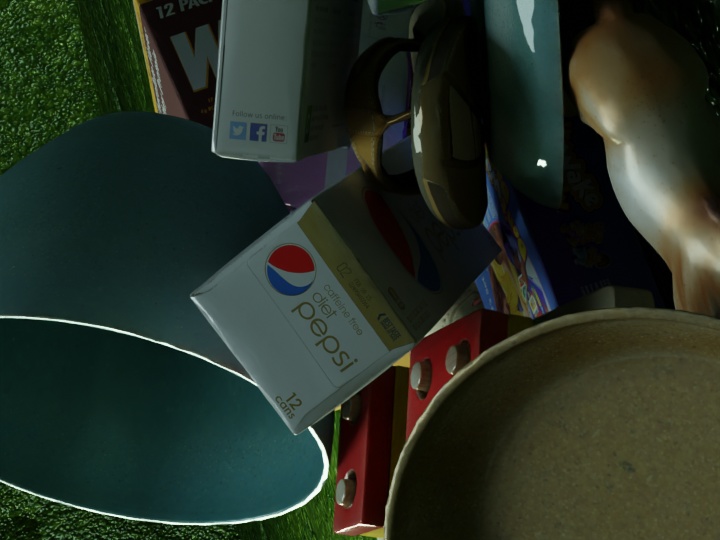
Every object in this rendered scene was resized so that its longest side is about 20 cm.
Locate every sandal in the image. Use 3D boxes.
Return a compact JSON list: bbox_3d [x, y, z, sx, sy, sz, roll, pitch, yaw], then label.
[{"bbox_3d":[0.020,-0.064,0.906,0.200,0.054,0.081,-90,-5,-75],"label":"sandal"}]

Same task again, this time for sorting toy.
[{"bbox_3d":[0.039,0.119,0.941,0.200,0.069,0.200,150,126,-65],"label":"sorting toy"}]

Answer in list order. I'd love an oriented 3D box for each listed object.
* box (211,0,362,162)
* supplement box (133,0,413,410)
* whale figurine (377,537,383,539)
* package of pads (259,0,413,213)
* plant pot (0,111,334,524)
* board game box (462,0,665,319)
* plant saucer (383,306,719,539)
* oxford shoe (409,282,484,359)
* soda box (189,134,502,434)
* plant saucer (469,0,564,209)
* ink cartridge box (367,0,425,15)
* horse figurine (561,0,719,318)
[{"bbox_3d":[-0.020,-0.143,0.864,0.144,0.036,0.202,-33,-51,-82],"label":"box"},{"bbox_3d":[-0.035,-0.056,1.379,0.198,0.132,0.201,83,165,-49],"label":"supplement box"},{"bbox_3d":[0.090,0.135,1.145,0.201,0.103,0.159,57,-145,-23],"label":"whale figurine"},{"bbox_3d":[-0.014,-0.066,1.175,0.121,0.075,0.201,102,174,-51],"label":"package of pads"},{"bbox_3d":[-0.100,0.010,1.033,0.200,0.199,0.136,91,-171,-62],"label":"plant pot"},{"bbox_3d":[0.082,-0.015,1.043,0.135,0.044,0.201,103,149,-72],"label":"board game box"},{"bbox_3d":[0.106,0.102,0.794,0.035,0.199,0.202,-42,-59,-62],"label":"plant saucer"},{"bbox_3d":[0.062,0.025,1.233,0.074,0.070,0.201,21,130,35],"label":"oxford shoe"},{"bbox_3d":[0.000,0.000,0.937,0.068,0.064,0.200,53,-164,-1],"label":"soda box"},{"bbox_3d":[0.055,-0.123,0.893,0.200,0.027,0.202,-5,-90,-89],"label":"plant saucer"},{"bbox_3d":[0.016,-0.219,1.001,0.201,0.059,0.104,87,168,-53],"label":"ink cartridge box"},{"bbox_3d":[0.112,-0.034,0.826,0.133,0.050,0.201,81,167,-77],"label":"horse figurine"}]
